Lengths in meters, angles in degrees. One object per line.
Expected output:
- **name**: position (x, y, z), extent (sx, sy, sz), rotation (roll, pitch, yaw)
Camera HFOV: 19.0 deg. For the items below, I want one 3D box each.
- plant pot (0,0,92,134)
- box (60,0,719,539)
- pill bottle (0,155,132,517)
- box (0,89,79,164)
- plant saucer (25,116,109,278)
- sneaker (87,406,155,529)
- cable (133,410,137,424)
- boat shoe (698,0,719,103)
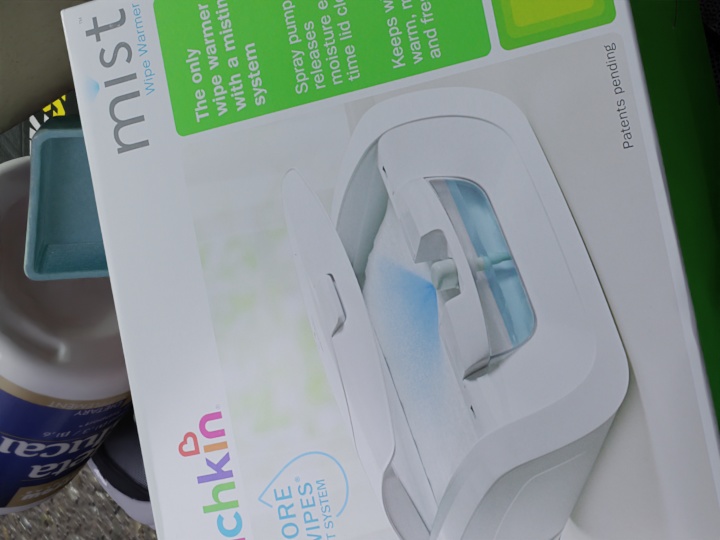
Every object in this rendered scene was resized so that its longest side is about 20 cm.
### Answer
- **plant pot**: position (-0.110, -0.153, 0.778), extent (0.187, 0.199, 0.188), rotation (49, 153, 36)
- **box**: position (0.022, 0.000, 0.641), extent (0.175, 0.097, 0.201), rotation (-12, 86, 21)
- **pill bottle**: position (-0.158, 0.043, 0.960), extent (0.111, 0.111, 0.200), rotation (54, 144, 9)
- **box**: position (-0.153, -0.112, 0.977), extent (0.160, 0.049, 0.201), rotation (42, 144, 28)
- **plant saucer**: position (-0.022, -0.032, 0.781), extent (0.019, 0.199, 0.070), rotation (-110, 23, -44)
- **sneaker**: position (-0.064, 0.063, 0.964), extent (0.199, 0.076, 0.114), rotation (7, 138, 41)
- **cable**: position (0.019, 0.015, 0.746), extent (0.050, 0.199, 0.097), rotation (56, 155, 9)
- **boat shoe**: position (0.071, -0.079, 0.716), extent (0.200, 0.093, 0.075), rotation (44, 140, 22)
